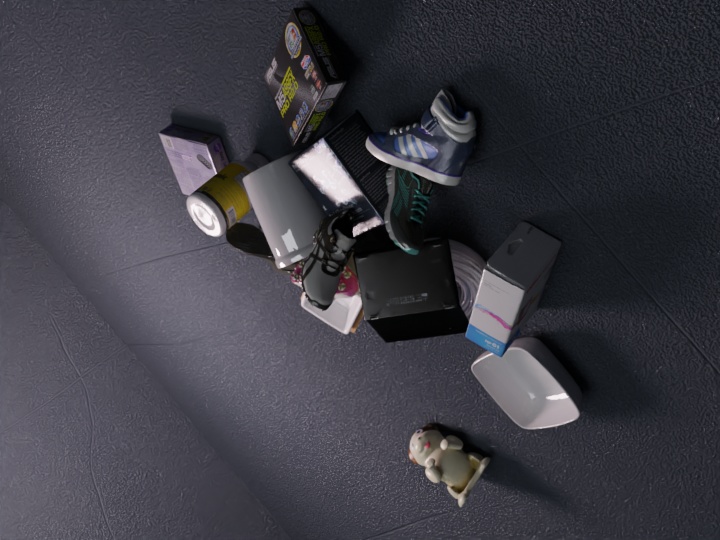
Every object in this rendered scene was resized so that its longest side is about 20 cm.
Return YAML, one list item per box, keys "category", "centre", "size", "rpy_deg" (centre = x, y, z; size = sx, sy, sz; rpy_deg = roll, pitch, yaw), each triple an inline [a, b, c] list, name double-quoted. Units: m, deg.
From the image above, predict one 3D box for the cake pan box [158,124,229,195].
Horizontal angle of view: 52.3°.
- category: "cake pan box"
  centre: [-0.402, -0.260, 1.828]
  size: [0.198, 0.052, 0.186]
  rpy_deg: [17, 136, 36]

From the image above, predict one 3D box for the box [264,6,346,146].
- category: "box"
  centre: [-0.107, -0.351, 1.350]
  size: [0.162, 0.044, 0.200]
  rpy_deg: [66, 150, 13]

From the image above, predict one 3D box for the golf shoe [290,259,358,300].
- category: "golf shoe"
  centre: [-0.063, 0.030, 1.586]
  size: [0.199, 0.076, 0.092]
  rpy_deg: [15, 153, 47]

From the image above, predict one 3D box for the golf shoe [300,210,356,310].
- category: "golf shoe"
  centre: [-0.056, -0.026, 1.378]
  size: [0.077, 0.202, 0.094]
  rpy_deg: [21, 150, -25]

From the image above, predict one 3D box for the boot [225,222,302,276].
- category: "boot"
  centre: [-0.215, -0.034, 1.709]
  size: [0.198, 0.068, 0.131]
  rpy_deg: [21, 160, 14]

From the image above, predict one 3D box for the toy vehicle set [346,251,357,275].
- category: "toy vehicle set"
  centre: [0.000, 0.000, 1.528]
  size: [0.124, 0.026, 0.200]
  rpy_deg: [48, 179, -13]

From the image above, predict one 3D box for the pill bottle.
- category: "pill bottle"
  centre: [-0.284, -0.176, 1.648]
  size: [0.110, 0.200, 0.112]
  rpy_deg: [28, 143, 23]

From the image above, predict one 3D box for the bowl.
- category: "bowl"
  centre: [0.347, 0.221, 1.498]
  size: [0.200, 0.075, 0.200]
  rpy_deg: [48, 148, -5]

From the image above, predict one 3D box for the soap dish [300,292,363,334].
- category: "soap dish"
  centre: [-0.051, 0.049, 1.730]
  size: [0.156, 0.082, 0.201]
  rpy_deg: [31, 145, 5]

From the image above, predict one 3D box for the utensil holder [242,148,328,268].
- category: "utensil holder"
  centre: [-0.137, -0.130, 1.537]
  size: [0.169, 0.169, 0.202]
  rpy_deg: [-19, 97, 54]

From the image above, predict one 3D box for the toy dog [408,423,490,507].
- category: "toy dog"
  centre: [0.220, 0.480, 1.893]
  size: [0.199, 0.141, 0.194]
  rpy_deg: [33, -178, 15]

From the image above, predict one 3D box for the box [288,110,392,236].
- category: "box"
  centre: [-0.019, -0.181, 1.436]
  size: [0.201, 0.107, 0.148]
  rpy_deg: [53, 147, -11]

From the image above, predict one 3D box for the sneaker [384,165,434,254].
- category: "sneaker"
  centre: [0.094, -0.127, 1.320]
  size: [0.077, 0.202, 0.091]
  rpy_deg: [16, 146, -32]

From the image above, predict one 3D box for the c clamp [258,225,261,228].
- category: "c clamp"
  centre: [-0.111, -0.107, 1.639]
  size: [0.199, 0.027, 0.172]
  rpy_deg: [37, 114, 7]

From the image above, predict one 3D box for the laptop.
- category: "laptop"
  centre: [0.104, 0.045, 1.410]
  size: [0.185, 0.116, 0.203]
  rpy_deg: [-9, 96, 17]

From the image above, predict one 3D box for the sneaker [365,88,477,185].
- category: "sneaker"
  centre: [0.108, -0.246, 1.251]
  size: [0.199, 0.080, 0.148]
  rpy_deg: [29, 120, 27]

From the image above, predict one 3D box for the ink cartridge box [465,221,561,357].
- category: "ink cartridge box"
  centre: [0.271, 0.035, 1.314]
  size: [0.084, 0.145, 0.201]
  rpy_deg: [30, 144, 21]

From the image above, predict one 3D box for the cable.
- category: "cable"
  centre: [0.158, 0.031, 1.444]
  size: [0.197, 0.070, 0.202]
  rpy_deg: [16, 131, -1]
